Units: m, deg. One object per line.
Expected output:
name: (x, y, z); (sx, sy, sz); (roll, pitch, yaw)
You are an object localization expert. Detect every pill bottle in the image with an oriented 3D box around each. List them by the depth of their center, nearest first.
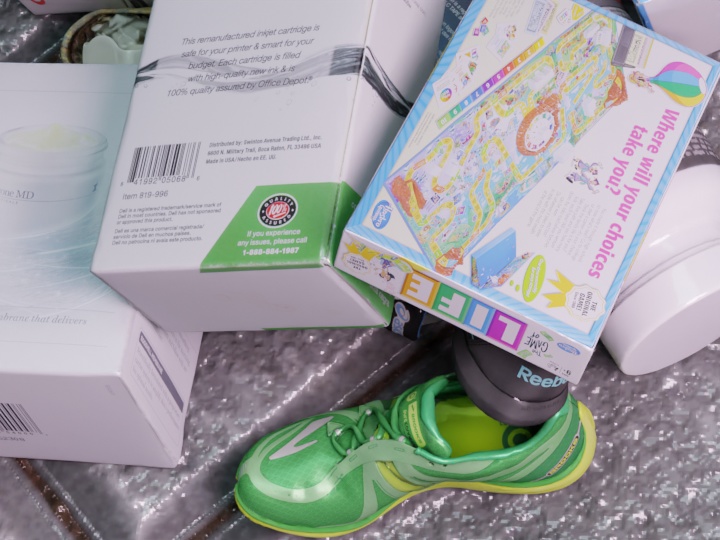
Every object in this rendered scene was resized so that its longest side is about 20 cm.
pill bottle: (0.134, -0.053, 1.256); (0.115, 0.116, 0.201); (-28, 70, -3)

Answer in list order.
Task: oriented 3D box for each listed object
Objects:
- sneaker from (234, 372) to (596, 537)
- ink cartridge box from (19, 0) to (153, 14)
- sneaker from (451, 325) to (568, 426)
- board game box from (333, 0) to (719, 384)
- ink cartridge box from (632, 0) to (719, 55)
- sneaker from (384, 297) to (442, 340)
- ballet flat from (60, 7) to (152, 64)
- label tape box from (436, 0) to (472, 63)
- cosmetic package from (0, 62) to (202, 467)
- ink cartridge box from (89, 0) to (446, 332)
sneaker: (0.026, 0.088, 1.233); (0.198, 0.084, 0.075); (-12, 57, 5)
ink cartridge box: (-0.158, -0.230, 1.386); (0.199, 0.146, 0.085); (1, 60, 38)
sneaker: (0.068, -0.017, 1.203); (0.075, 0.080, 0.201); (-8, 52, -26)
board game box: (0.088, -0.054, 1.152); (0.134, 0.034, 0.201); (26, 56, 6)
ink cartridge box: (0.190, -0.241, 1.253); (0.144, 0.147, 0.201); (-22, 77, 10)
sneaker: (0.000, 0.000, 1.276); (0.198, 0.072, 0.073); (4, 56, -2)
ballet flat: (-0.105, -0.124, 1.358); (0.199, 0.071, 0.071); (10, 62, 43)
label tape box: (0.046, -0.161, 1.378); (0.199, 0.063, 0.144); (-37, 59, -8)
cosmetic package: (-0.193, -0.007, 1.319); (0.198, 0.123, 0.201); (2, 61, 14)
ink cartridge box: (-0.046, -0.075, 1.216); (0.146, 0.083, 0.202); (-2, 64, 28)
